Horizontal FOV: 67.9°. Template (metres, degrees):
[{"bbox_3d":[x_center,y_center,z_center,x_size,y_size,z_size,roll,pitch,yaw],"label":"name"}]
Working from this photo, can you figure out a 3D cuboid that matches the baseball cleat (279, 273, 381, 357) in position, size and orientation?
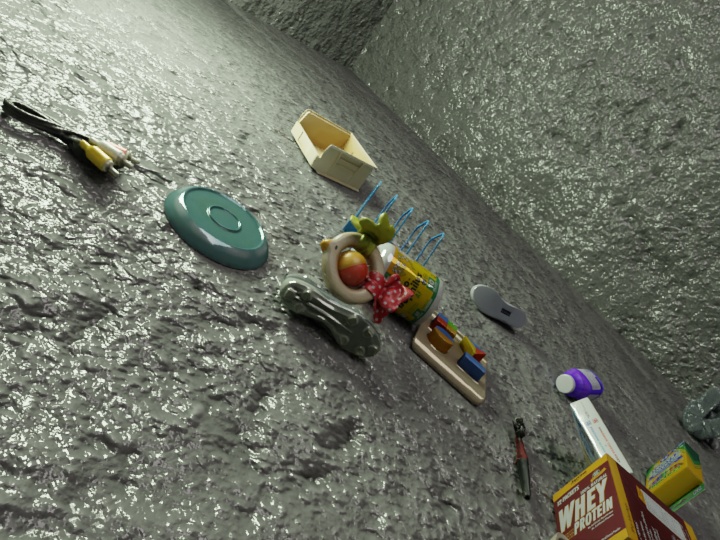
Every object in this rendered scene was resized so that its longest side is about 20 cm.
[{"bbox_3d":[-0.045,0.064,0.902,0.199,0.070,0.107,38,16,-15],"label":"baseball cleat"}]

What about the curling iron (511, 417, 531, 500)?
[{"bbox_3d":[0.293,0.340,0.976,0.201,0.025,0.051,-62,137,-63],"label":"curling iron"}]

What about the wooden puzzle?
[{"bbox_3d":[0.202,0.166,1.129,0.185,0.046,0.200,42,23,2],"label":"wooden puzzle"}]

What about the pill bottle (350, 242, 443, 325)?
[{"bbox_3d":[0.066,0.015,1.106,0.198,0.113,0.113,35,23,-14],"label":"pill bottle"}]

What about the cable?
[{"bbox_3d":[-0.432,-0.210,0.816,0.199,0.051,0.098,37,22,-11],"label":"cable"}]

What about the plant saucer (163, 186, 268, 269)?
[{"bbox_3d":[-0.238,-0.082,0.920,0.198,0.028,0.201,34,23,-17],"label":"plant saucer"}]

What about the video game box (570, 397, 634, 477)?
[{"bbox_3d":[0.489,0.389,1.062,0.183,0.046,0.202,-103,169,-58],"label":"video game box"}]

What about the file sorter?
[{"bbox_3d":[0.077,-0.089,1.232,0.199,0.124,0.139,38,-8,-5],"label":"file sorter"}]

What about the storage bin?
[{"bbox_3d":[-0.082,-0.353,1.565,0.196,0.094,0.202,18,32,-42],"label":"storage bin"}]

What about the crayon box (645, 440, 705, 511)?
[{"bbox_3d":[0.748,0.497,1.278,0.052,0.126,0.199,45,23,18],"label":"crayon box"}]

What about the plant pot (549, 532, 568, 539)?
[{"bbox_3d":[0.173,0.410,0.474,0.200,0.178,0.199,48,24,18],"label":"plant pot"}]

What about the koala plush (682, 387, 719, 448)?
[{"bbox_3d":[1.316,0.575,2.027,0.200,0.181,0.180,45,20,-52],"label":"koala plush"}]

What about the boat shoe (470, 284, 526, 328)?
[{"bbox_3d":[0.382,0.099,1.524,0.197,0.072,0.070,27,-2,-19],"label":"boat shoe"}]

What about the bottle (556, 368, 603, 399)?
[{"bbox_3d":[0.592,0.310,1.454,0.198,0.066,0.084,13,34,-47],"label":"bottle"}]

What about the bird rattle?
[{"bbox_3d":[0.000,0.000,0.981,0.160,0.205,0.112,-11,6,-32],"label":"bird rattle"}]

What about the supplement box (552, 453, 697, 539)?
[{"bbox_3d":[0.436,0.455,0.860,0.199,0.133,0.197,40,23,1],"label":"supplement box"}]
